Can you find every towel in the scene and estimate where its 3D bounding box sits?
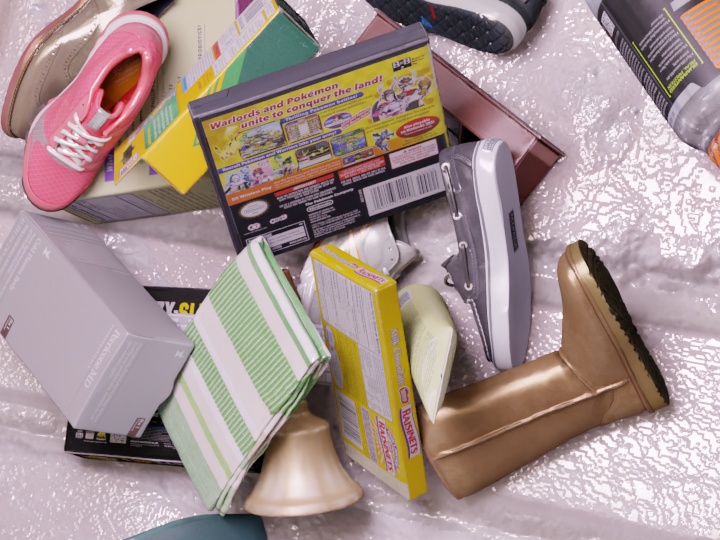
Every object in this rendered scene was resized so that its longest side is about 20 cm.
[{"bbox_3d":[-0.104,0.089,1.587,0.200,0.023,0.153,-56,49,32],"label":"towel"}]

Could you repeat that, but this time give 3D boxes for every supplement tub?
[{"bbox_3d":[0.281,-0.185,1.541,0.122,0.123,0.200,-35,68,12],"label":"supplement tub"}]

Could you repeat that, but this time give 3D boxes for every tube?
[{"bbox_3d":[0.057,0.060,1.545,0.052,0.200,0.058,-31,103,4],"label":"tube"}]

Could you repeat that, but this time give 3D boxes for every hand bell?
[{"bbox_3d":[-0.059,0.098,1.596,0.104,0.104,0.201,-3,98,21],"label":"hand bell"}]

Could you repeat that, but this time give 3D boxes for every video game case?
[{"bbox_3d":[-0.026,-0.101,1.552,0.199,0.181,0.026,-19,48,-4],"label":"video game case"}]

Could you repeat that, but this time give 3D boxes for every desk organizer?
[{"bbox_3d":[0.073,-0.135,1.644,0.200,0.072,0.077,41,98,24],"label":"desk organizer"}]

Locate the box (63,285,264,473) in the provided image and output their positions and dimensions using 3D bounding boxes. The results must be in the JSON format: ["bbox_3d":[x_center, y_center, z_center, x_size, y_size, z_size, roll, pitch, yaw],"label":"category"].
[{"bbox_3d":[-0.164,0.097,1.704,0.199,0.049,0.160,2,77,22],"label":"box"}]

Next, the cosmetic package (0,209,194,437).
[{"bbox_3d":[-0.245,0.046,1.661,0.200,0.090,0.107,43,110,41],"label":"cosmetic package"}]

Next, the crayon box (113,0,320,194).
[{"bbox_3d":[-0.123,-0.143,1.590,0.052,0.126,0.200,42,98,-17],"label":"crayon box"}]

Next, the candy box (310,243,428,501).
[{"bbox_3d":[0.007,0.084,1.554,0.102,0.026,0.201,28,134,50],"label":"candy box"}]

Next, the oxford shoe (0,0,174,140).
[{"bbox_3d":[-0.245,-0.190,1.680,0.075,0.070,0.200,38,96,17],"label":"oxford shoe"}]

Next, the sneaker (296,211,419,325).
[{"bbox_3d":[0.000,0.000,1.647,0.092,0.076,0.201,14,89,13],"label":"sneaker"}]

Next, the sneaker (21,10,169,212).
[{"bbox_3d":[-0.237,-0.134,1.633,0.074,0.087,0.200,30,105,-16],"label":"sneaker"}]

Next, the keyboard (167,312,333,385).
[{"bbox_3d":[-0.072,0.070,1.628,0.199,0.011,0.056,4,112,19],"label":"keyboard"}]

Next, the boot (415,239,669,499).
[{"bbox_3d":[0.131,0.086,1.538,0.200,0.066,0.175,-24,112,15],"label":"boot"}]

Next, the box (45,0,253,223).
[{"bbox_3d":[-0.182,-0.148,1.735,0.199,0.097,0.177,-7,77,20],"label":"box"}]

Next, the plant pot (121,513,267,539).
[{"bbox_3d":[-0.169,0.284,1.584,0.141,0.200,0.142,-22,71,16],"label":"plant pot"}]

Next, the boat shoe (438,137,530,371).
[{"bbox_3d":[0.099,-0.011,1.581,0.066,0.070,0.201,-1,109,23],"label":"boat shoe"}]

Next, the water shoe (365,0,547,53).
[{"bbox_3d":[0.075,-0.256,1.681,0.200,0.072,0.079,30,63,26],"label":"water shoe"}]
